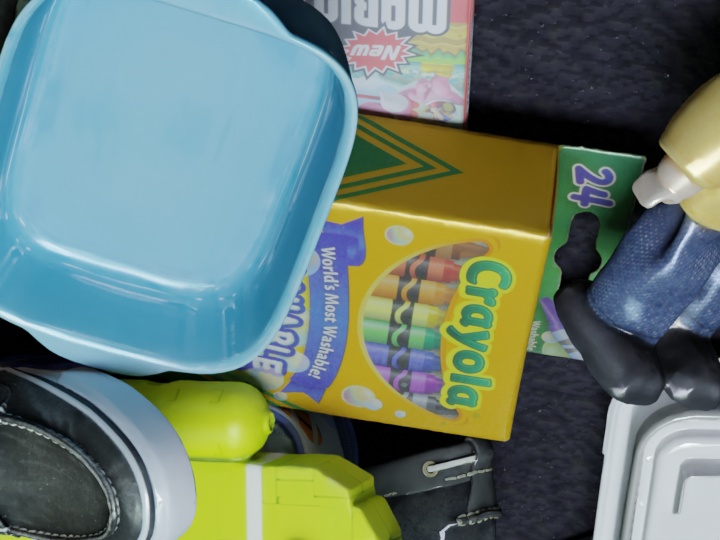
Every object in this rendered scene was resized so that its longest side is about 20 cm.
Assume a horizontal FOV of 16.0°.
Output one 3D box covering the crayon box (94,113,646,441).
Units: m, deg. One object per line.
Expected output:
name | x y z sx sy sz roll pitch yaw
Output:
crayon box | 0.000 0.000 0.975 0.199 0.052 0.126 8 139 1

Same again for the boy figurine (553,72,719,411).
boy figurine | 0.157 -0.037 0.905 0.124 0.065 0.200 10 132 -41

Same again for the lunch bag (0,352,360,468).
lunch bag | -0.092 0.110 1.069 0.199 0.076 0.161 3 95 21

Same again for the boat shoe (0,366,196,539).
boat shoe | -0.147 0.071 0.960 0.200 0.071 0.072 11 110 42

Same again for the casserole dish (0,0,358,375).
casserole dish | -0.070 -0.039 0.879 0.121 0.039 0.200 16 137 -6

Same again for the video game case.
video game case | -0.030 -0.074 0.950 0.142 0.017 0.200 6 139 4

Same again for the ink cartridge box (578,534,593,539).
ink cartridge box | 0.088 0.221 1.237 0.198 0.043 0.200 -23 127 31

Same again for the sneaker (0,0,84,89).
sneaker | -0.120 -0.133 0.865 0.077 0.089 0.200 -23 146 -11

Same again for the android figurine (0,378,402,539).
android figurine | -0.061 0.133 0.998 0.199 0.041 0.183 3 95 20

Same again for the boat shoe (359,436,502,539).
boat shoe | -0.035 0.098 1.123 0.199 0.072 0.068 1 101 20

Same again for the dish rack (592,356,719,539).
dish rack | 0.185 0.124 1.080 0.171 0.044 0.200 1 131 -2
